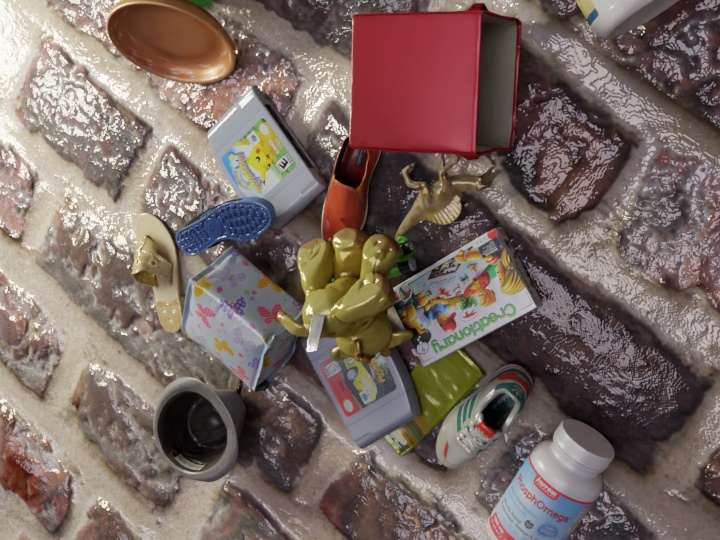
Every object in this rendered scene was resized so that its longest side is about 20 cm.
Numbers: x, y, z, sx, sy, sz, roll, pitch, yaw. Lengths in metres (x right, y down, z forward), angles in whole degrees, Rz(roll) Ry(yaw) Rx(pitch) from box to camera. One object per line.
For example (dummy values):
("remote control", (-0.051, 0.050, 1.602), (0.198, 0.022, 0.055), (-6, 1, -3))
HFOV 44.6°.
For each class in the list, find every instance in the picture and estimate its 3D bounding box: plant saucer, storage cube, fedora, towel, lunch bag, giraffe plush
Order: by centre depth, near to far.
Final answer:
("storage cube", (0.102, -0.251, 1.172), (0.179, 0.171, 0.201), (6, 103, 26))
("giraffe plush", (-0.004, 0.060, 1.266), (0.172, 0.162, 0.201), (10, 66, 35))
("plant saucer", (-0.285, -0.357, 1.343), (0.199, 0.200, 0.038), (1, 67, 25))
("towel", (0.098, 0.194, 1.343), (0.086, 0.018, 0.200), (45, 115, 11))
("lunch bag", (-0.189, 0.088, 1.399), (0.169, 0.127, 0.200), (38, 141, 12))
("fedora", (-0.257, 0.258, 1.485), (0.177, 0.090, 0.200), (48, 122, 12))

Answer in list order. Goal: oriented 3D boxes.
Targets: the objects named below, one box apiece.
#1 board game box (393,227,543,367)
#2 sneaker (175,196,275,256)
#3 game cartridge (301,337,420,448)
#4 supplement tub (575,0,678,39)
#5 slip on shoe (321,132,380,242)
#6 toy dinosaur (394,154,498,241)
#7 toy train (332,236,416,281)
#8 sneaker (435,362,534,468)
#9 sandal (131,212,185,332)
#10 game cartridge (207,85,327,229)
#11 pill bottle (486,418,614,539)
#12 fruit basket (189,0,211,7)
("board game box", (0.148, 0.040, 1.274), (0.200, 0.035, 0.127), (-32, 79, 27))
("sneaker", (-0.204, -0.081, 1.389), (0.199, 0.078, 0.070), (-14, 112, 34))
("game cartridge", (0.004, 0.160, 1.364), (0.133, 0.041, 0.201), (-35, 79, 23))
("supplement tub", (0.304, -0.400, 1.060), (0.144, 0.145, 0.201), (-30, 87, 27))
("slip on shoe", (-0.020, -0.122, 1.316), (0.074, 0.061, 0.201), (24, 111, 18))
("toy dinosaur", (0.097, -0.106, 1.264), (0.200, 0.058, 0.101), (-33, 86, 27))
("toy train", (0.000, 0.000, 1.334), (0.199, 0.042, 0.057), (-16, 107, 32))
("sneaker", (0.169, 0.222, 1.267), (0.070, 0.093, 0.200), (41, 113, 3))
("sandal", (-0.353, 0.006, 1.494), (0.077, 0.070, 0.213), (-14, 93, 27))
("game cartridge", (-0.154, -0.172, 1.386), (0.133, 0.040, 0.200), (-40, 82, 30))
("pill bottle", (0.268, 0.311, 1.232), (0.109, 0.109, 0.201), (33, 112, 16))
("fruit basket", (-0.269, -0.495, 1.316), (0.155, 0.215, 0.216), (40, 114, 16))
